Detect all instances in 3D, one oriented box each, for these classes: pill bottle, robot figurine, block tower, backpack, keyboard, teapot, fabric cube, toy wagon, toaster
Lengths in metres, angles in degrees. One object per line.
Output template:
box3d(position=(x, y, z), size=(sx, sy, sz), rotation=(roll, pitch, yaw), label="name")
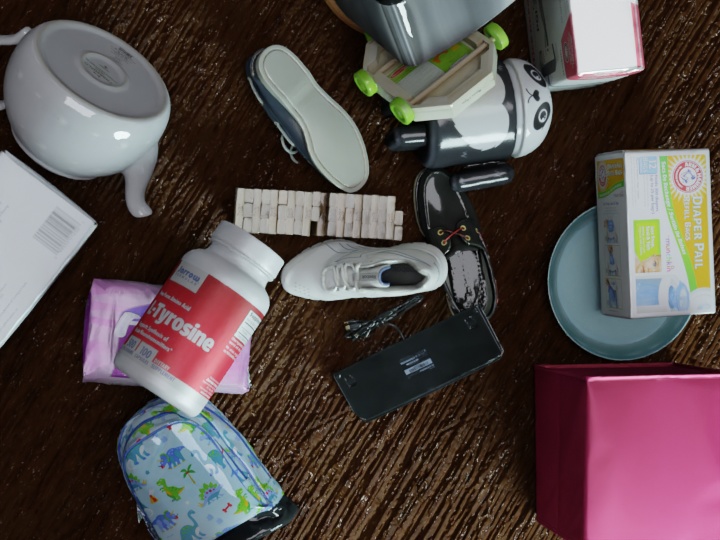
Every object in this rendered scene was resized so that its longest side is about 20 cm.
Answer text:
box3d(position=(-0.173, 0.050, 1.489), size=(0.112, 0.112, 0.200), rotation=(34, 80, -10), label="pill bottle")
box3d(position=(0.128, -0.187, 1.606), size=(0.200, 0.125, 0.150), rotation=(-7, 129, -10), label="robot figurine")
box3d(position=(-0.053, -0.067, 1.613), size=(0.200, 0.058, 0.054), rotation=(3, 91, -13), label="block tower")
box3d(position=(-0.193, 0.237, 1.561), size=(0.163, 0.154, 0.200), rotation=(-28, 84, 11), label="backpack")
box3d(position=(0.058, 0.092, 1.626), size=(0.200, 0.021, 0.127), rotation=(-26, 102, 9), label="keyboard")
box3d(position=(-0.323, -0.174, 1.514), size=(0.197, 0.200, 0.146), rotation=(7, 134, -42), label="teapot")
box3d(position=(0.326, 0.216, 1.621), size=(0.196, 0.200, 0.200), rotation=(-1, 90, -10), label="fabric cube")
box3d(position=(0.067, -0.250, 1.555), size=(0.155, 0.200, 0.040), rotation=(-39, 142, -12), label="toy wagon")
box3d(position=(0.072, -0.347, 1.522), size=(0.181, 0.200, 0.119), rotation=(-36, 140, -9), label="toaster")

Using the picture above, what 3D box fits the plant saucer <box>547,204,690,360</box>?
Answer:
box3d(position=(0.327, 0.012, 1.700), size=(0.200, 0.027, 0.200), rotation=(0, 92, -11), label="plant saucer")

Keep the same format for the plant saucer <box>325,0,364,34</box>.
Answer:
box3d(position=(0.042, -0.380, 1.630), size=(0.200, 0.037, 0.200), rotation=(0, 91, -10), label="plant saucer")

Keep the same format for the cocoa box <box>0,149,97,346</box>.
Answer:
box3d(position=(-0.405, -0.016, 1.509), size=(0.133, 0.131, 0.200), rotation=(38, 85, -10), label="cocoa box")

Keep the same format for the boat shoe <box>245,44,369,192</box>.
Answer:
box3d(position=(-0.066, -0.175, 1.601), size=(0.200, 0.062, 0.075), rotation=(49, 67, -17), label="boat shoe")

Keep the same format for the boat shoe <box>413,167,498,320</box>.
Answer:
box3d(position=(0.119, -0.031, 1.643), size=(0.074, 0.063, 0.202), rotation=(-17, 93, -7), label="boat shoe")

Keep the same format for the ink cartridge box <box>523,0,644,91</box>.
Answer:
box3d(position=(0.257, -0.292, 1.590), size=(0.085, 0.200, 0.146), rotation=(-7, 93, -5), label="ink cartridge box")

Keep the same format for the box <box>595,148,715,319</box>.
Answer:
box3d(position=(0.356, -0.046, 1.639), size=(0.112, 0.101, 0.200), rotation=(-4, 92, -10), label="box")

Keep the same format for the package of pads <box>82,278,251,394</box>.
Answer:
box3d(position=(-0.221, 0.077, 1.574), size=(0.200, 0.076, 0.121), rotation=(6, 86, -12), label="package of pads")

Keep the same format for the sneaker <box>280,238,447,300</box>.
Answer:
box3d(position=(0.000, 0.000, 1.595), size=(0.200, 0.087, 0.075), rotation=(-6, 96, 11), label="sneaker")
